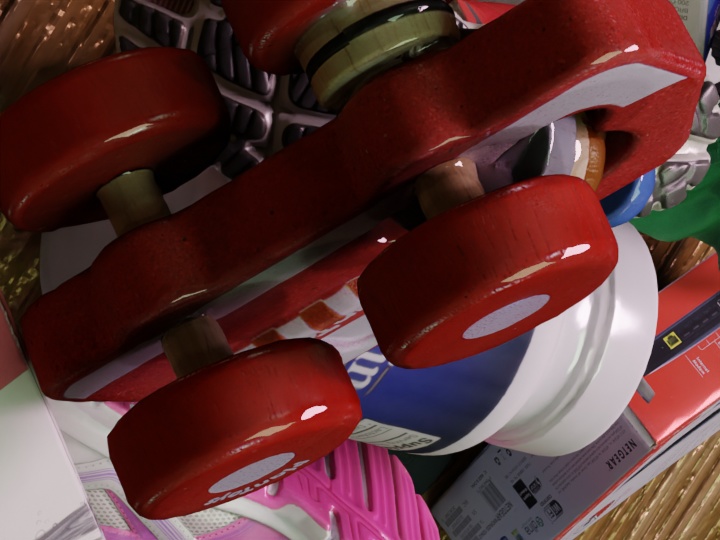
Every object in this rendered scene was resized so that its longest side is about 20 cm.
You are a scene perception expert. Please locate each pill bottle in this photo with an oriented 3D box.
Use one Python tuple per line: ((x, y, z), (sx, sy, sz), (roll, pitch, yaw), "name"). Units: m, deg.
((0.000, 0.000, 0.890), (0.199, 0.116, 0.116), (16, 106, -35), "pill bottle")

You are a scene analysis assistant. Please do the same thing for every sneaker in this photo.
((-0.052, 0.090, 0.938), (0.200, 0.081, 0.088), (34, 118, -17), "sneaker")
((0.013, -0.057, 0.810), (0.199, 0.085, 0.077), (13, 99, -19), "sneaker")

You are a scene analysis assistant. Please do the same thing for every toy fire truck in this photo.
((0.006, -0.017, 0.704), (0.200, 0.112, 0.168), (-31, 166, 22), "toy fire truck")

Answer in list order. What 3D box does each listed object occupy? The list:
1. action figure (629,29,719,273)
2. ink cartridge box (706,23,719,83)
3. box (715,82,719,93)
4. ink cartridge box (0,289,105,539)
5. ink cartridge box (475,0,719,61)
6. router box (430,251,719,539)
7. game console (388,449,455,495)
((0.149, -0.052, 0.877), (0.118, 0.200, 0.055), (18, 71, -13), "action figure")
((0.151, -0.164, 0.989), (0.199, 0.087, 0.146), (-24, 133, -32), "ink cartridge box")
((0.203, -0.106, 1.091), (0.200, 0.082, 0.049), (-38, 138, -22), "box")
((-0.149, 0.048, 0.774), (0.083, 0.146, 0.200), (-33, 137, -17), "ink cartridge box")
((0.059, -0.148, 0.854), (0.076, 0.136, 0.201), (-61, 158, -52), "ink cartridge box")
((0.136, 0.042, 1.077), (0.179, 0.049, 0.200), (-33, 169, -25), "router box")
((0.018, -0.002, 1.013), (0.177, 0.031, 0.200), (-57, 142, 1), "game console")
